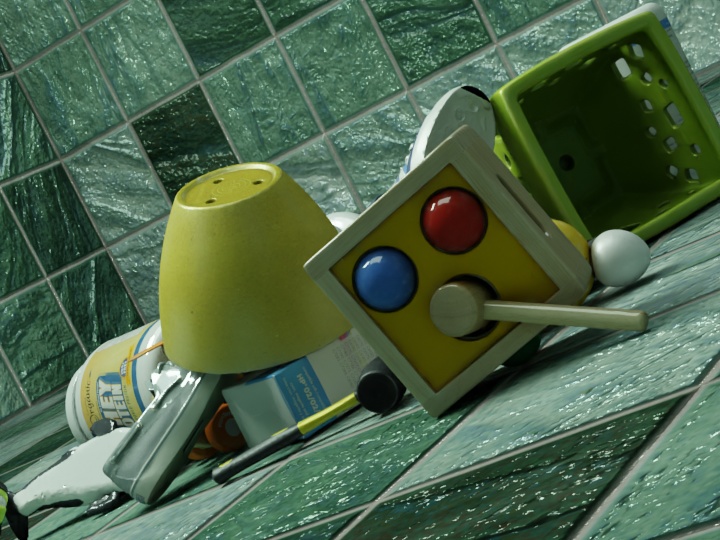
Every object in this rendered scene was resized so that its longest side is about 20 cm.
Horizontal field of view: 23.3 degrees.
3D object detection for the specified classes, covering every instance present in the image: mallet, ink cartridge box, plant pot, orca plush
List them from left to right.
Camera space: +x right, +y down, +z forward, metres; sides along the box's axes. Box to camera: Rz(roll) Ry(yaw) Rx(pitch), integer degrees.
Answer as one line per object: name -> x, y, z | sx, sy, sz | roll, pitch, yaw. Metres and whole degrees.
orca plush -> -0.269, 0.226, 1.794 | 0.200, 0.071, 0.105 | -37, 47, 10
plant pot -> -0.105, -0.015, 1.611 | 0.199, 0.143, 0.200 | -13, 24, 6
mallet -> -0.042, 0.132, 1.525 | 0.200, 0.041, 0.066 | -30, 4, 23
ink cartridge box -> -0.017, 0.089, 1.637 | 0.200, 0.068, 0.115 | -30, 6, -31
plant pot -> 0.229, -0.116, 1.758 | 0.199, 0.200, 0.181 | -28, -1, -19

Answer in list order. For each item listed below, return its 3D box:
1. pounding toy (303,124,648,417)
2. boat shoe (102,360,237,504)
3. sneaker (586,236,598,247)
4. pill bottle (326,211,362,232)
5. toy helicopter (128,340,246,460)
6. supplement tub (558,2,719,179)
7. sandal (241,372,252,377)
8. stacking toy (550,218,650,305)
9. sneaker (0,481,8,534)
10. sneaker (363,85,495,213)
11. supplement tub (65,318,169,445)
pounding toy -> 0.091, 0.009, 1.339 | 0.184, 0.200, 0.142 | -41, 1, 15
boat shoe -> -0.175, 0.121, 1.652 | 0.201, 0.071, 0.070 | -58, -11, -15
sneaker -> 0.150, -0.011, 1.625 | 0.079, 0.096, 0.200 | -28, 5, -36
pill bottle -> 0.000, 0.000, 1.831 | 0.119, 0.120, 0.200 | -24, -18, 33
toy helicopter -> -0.143, 0.083, 1.746 | 0.079, 0.132, 0.200 | -21, 30, 54
supplement tub -> 0.315, -0.181, 1.928 | 0.132, 0.201, 0.132 | -27, 3, 2
sandal -> -0.059, 0.071, 1.734 | 0.211, 0.078, 0.070 | -6, 22, -42
stacking toy -> 0.150, 0.001, 1.497 | 0.199, 0.147, 0.146 | -8, 9, 13
sneaker -> -0.433, 0.289, 1.794 | 0.200, 0.072, 0.083 | -45, 38, 26
sneaker -> 0.048, -0.077, 1.693 | 0.146, 0.080, 0.201 | -10, 61, 59
supplement tub -> -0.215, 0.130, 1.862 | 0.144, 0.145, 0.200 | -31, 5, -40
